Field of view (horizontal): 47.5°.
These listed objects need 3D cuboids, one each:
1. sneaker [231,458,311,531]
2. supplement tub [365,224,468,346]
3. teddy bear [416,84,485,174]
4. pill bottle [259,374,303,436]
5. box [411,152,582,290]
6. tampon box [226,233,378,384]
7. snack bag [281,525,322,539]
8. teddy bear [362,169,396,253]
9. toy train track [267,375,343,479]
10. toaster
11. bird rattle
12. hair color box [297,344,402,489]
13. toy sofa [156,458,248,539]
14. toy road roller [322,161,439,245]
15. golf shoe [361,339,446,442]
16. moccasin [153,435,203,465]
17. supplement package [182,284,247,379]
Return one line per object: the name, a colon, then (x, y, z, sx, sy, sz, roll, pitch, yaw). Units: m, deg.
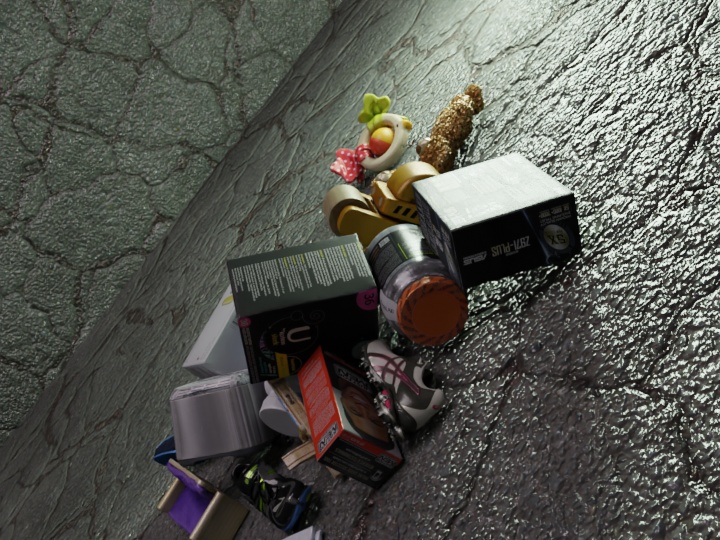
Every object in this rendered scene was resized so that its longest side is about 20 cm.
sneaker: (-0.135, 0.319, 1.183, 0.071, 0.083, 0.199, -59, 24, -17)
supplement tub: (0.080, 0.020, 1.171, 0.123, 0.122, 0.200, -47, 22, 10)
teddy bear: (0.157, -0.258, 1.486, 0.200, 0.067, 0.145, -56, 21, -8)
pill bottle: (-0.087, 0.156, 1.302, 0.109, 0.109, 0.200, -26, 33, 46)
box: (0.174, -0.071, 1.085, 0.163, 0.086, 0.200, -17, 25, -5)
tampon box: (-0.082, 0.057, 1.206, 0.199, 0.150, 0.126, -12, 44, -8)
snack bag: (-0.133, 0.448, 1.068, 0.188, 0.021, 0.200, -33, 29, 37)
teddy bear: (0.031, -0.111, 1.530, 0.200, 0.067, 0.145, -55, 25, -7)
toy train track: (-0.079, 0.209, 1.168, 0.114, 0.033, 0.200, -26, 52, -22)
toaster: (-0.217, 0.236, 1.329, 0.199, 0.130, 0.114, -14, -1, 24)
bird rattle: (0.028, -0.272, 1.740, 0.163, 0.113, 0.200, 22, 78, 50)
hair color box: (-0.019, 0.194, 1.110, 0.061, 0.101, 0.200, -51, 26, 15)
toy sofa: (-0.271, 0.380, 1.329, 0.083, 0.098, 0.200, -59, 24, -16)
toy road roller: (0.050, -0.112, 1.331, 0.123, 0.199, 0.146, -116, 45, -65)
golf shoe: (0.058, 0.150, 1.111, 0.088, 0.077, 0.200, -29, 29, 4)
moccasin: (-0.302, 0.314, 1.524, 0.199, 0.080, 0.068, -22, 49, 28)
supplement package: (-0.194, 0.126, 1.481, 0.111, 0.156, 0.200, -19, 39, 56)
